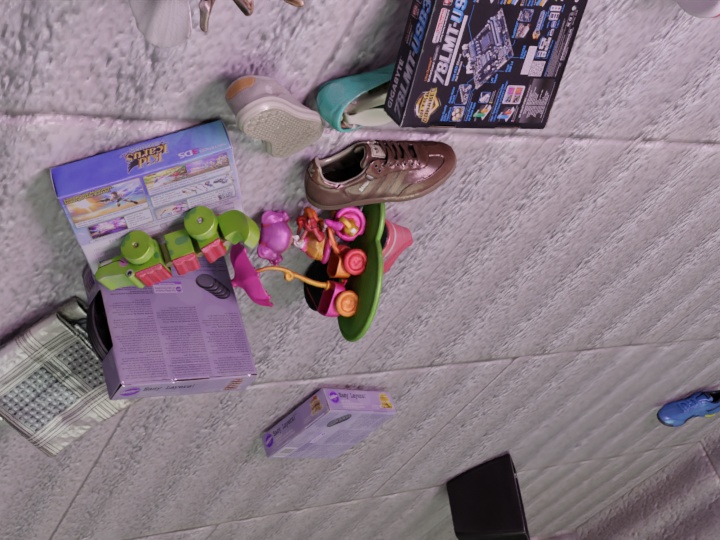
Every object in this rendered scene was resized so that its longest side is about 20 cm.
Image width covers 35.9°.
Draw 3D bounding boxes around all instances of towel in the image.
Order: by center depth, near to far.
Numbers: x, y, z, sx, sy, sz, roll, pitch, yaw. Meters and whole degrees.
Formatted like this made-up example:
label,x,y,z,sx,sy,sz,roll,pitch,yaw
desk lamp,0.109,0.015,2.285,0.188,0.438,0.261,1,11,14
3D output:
label,x,y,z,sx,sy,sz,roll,pitch,yaw
towel,-0.403,0.151,1.505,0.199,0.035,0.193,-33,122,6

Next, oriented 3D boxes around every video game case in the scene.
label,x,y,z,sx,sy,sz,roll,pitch,yaw
video game case,-0.239,-0.082,1.293,0.199,0.046,0.182,-17,154,-9

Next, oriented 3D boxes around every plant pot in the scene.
label,x,y,z,sx,sy,sz,roll,pitch,yaw
plant pot,0.318,0.595,2.786,0.176,0.201,0.200,-13,154,7

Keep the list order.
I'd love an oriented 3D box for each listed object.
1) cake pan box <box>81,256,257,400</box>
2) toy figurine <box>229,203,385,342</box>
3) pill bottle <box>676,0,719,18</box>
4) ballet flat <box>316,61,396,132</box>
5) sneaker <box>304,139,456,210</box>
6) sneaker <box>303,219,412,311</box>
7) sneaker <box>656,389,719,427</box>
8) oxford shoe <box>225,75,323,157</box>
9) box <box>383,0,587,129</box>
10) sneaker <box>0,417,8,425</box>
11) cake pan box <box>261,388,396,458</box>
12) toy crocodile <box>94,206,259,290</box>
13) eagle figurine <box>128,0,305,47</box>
label,x,y,z,sx,sy,sz,roll,pitch,yaw
cake pan box,-0.245,0.068,1.410,0.199,0.185,0.052,-2,148,-35
toy figurine,-0.076,-0.019,1.445,0.183,0.202,0.150,10,-174,-21
pill bottle,0.455,-0.345,1.237,0.199,0.114,0.114,-10,151,-22
ballet flat,0.050,-0.203,1.252,0.199,0.071,0.067,-21,150,-2
sneaker,0.028,-0.127,1.376,0.199,0.071,0.076,-17,152,-10
sneaker,0.000,0.000,1.586,0.086,0.074,0.200,4,145,-47
sneaker,0.845,0.343,2.838,0.199,0.066,0.079,-9,139,-23
oxford shoe,-0.093,-0.172,1.231,0.075,0.058,0.200,-34,166,10
box,0.139,-0.248,1.186,0.197,0.050,0.201,-4,125,-28
sneaker,-0.474,0.190,1.583,0.199,0.081,0.077,-24,155,7
cake pan box,-0.060,0.292,2.083,0.183,0.053,0.200,10,139,-43
toy crocodile,-0.215,-0.021,1.305,0.199,0.062,0.068,-21,154,1
eagle figurine,-0.141,-0.290,0.905,0.151,0.152,0.200,-12,164,5
